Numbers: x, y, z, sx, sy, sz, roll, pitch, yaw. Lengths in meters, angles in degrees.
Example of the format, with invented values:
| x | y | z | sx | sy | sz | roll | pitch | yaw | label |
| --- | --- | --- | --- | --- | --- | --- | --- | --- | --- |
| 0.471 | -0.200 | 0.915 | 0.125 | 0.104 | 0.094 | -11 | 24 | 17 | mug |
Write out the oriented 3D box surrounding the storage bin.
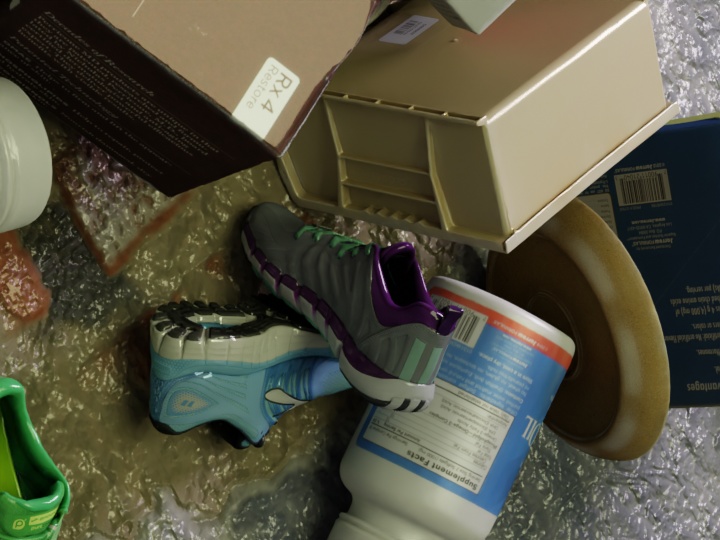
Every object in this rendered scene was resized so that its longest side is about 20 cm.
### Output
| x | y | z | sx | sy | sz | roll | pitch | yaw | label |
| --- | --- | --- | --- | --- | --- | --- | --- | --- | --- |
| 0.071 | -0.115 | 1.515 | 0.200 | 0.198 | 0.094 | -38 | 127 | -37 | storage bin |

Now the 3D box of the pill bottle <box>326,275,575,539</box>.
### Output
| x | y | z | sx | sy | sz | roll | pitch | yaw | label |
| --- | --- | --- | --- | --- | --- | --- | --- | --- | --- |
| 0.054 | 0.115 | 1.513 | 0.112 | 0.112 | 0.200 | 29 | 85 | -36 | pill bottle |

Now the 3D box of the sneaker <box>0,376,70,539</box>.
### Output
| x | y | z | sx | sy | sz | roll | pitch | yaw | label |
| --- | --- | --- | --- | --- | --- | --- | --- | --- | --- |
| -0.210 | 0.153 | 1.309 | 0.074 | 0.084 | 0.200 | -16 | 97 | -42 | sneaker |

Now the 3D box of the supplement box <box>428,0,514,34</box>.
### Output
| x | y | z | sx | sy | sz | roll | pitch | yaw | label |
| --- | --- | --- | --- | --- | --- | --- | --- | --- | --- |
| 0.035 | -0.256 | 1.432 | 0.101 | 0.103 | 0.200 | -43 | 101 | 1 | supplement box |

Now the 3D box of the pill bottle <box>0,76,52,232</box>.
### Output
| x | y | z | sx | sy | sz | roll | pitch | yaw | label |
| --- | --- | --- | --- | --- | --- | --- | --- | --- | --- |
| -0.277 | -0.048 | 1.249 | 0.200 | 0.120 | 0.120 | -17 | 97 | -41 | pill bottle |

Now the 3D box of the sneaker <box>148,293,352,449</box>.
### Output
| x | y | z | sx | sy | sz | roll | pitch | yaw | label |
| --- | --- | --- | --- | --- | --- | --- | --- | --- | --- |
| -0.067 | 0.069 | 1.467 | 0.200 | 0.078 | 0.090 | 1 | 110 | -46 | sneaker |

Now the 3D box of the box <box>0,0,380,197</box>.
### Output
| x | y | z | sx | sy | sz | roll | pitch | yaw | label |
| --- | --- | --- | --- | --- | --- | --- | --- | --- | --- |
| -0.103 | -0.163 | 1.325 | 0.164 | 0.200 | 0.166 | 37 | 71 | -16 | box |

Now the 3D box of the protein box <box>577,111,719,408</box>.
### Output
| x | y | z | sx | sy | sz | roll | pitch | yaw | label |
| --- | --- | --- | --- | --- | --- | --- | --- | --- | --- |
| 0.254 | -0.011 | 1.659 | 0.135 | 0.198 | 0.200 | -16 | 96 | -41 | protein box |

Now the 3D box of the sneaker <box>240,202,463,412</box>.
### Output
| x | y | z | sx | sy | sz | roll | pitch | yaw | label |
| --- | --- | --- | --- | --- | --- | --- | --- | --- | --- |
| 0.000 | 0.000 | 1.439 | 0.074 | 0.200 | 0.088 | 4 | 123 | -44 | sneaker |

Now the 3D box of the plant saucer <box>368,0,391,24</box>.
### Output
| x | y | z | sx | sy | sz | roll | pitch | yaw | label |
| --- | --- | --- | --- | --- | --- | --- | --- | --- | --- |
| -0.061 | -0.239 | 1.486 | 0.200 | 0.050 | 0.200 | 3 | 83 | -23 | plant saucer |

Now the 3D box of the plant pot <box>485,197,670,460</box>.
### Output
| x | y | z | sx | sy | sz | roll | pitch | yaw | label |
| --- | --- | --- | --- | --- | --- | --- | --- | --- | --- |
| 0.141 | 0.042 | 1.562 | 0.027 | 0.200 | 0.200 | -21 | 100 | -24 | plant pot |
